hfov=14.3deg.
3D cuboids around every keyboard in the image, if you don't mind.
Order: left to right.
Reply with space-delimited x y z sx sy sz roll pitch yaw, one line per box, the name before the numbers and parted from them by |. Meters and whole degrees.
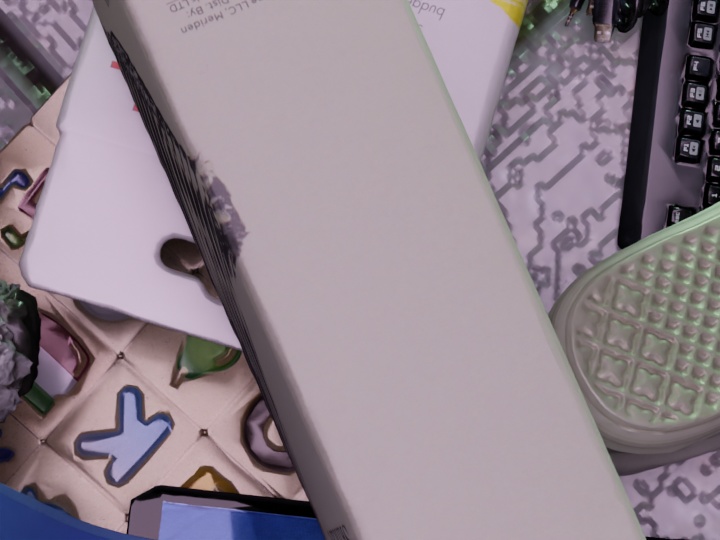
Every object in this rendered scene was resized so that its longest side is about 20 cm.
keyboard | 0.112 -0.095 0.838 0.104 0.040 0.201 7 82 -1

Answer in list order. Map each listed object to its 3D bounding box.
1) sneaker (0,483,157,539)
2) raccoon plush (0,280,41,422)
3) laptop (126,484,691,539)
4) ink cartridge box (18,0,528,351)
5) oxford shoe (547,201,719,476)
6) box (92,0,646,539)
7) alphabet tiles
sneaker | -0.077 0.102 0.707 0.070 0.200 0.078 -9 66 41
raccoon plush | -0.158 0.004 0.700 0.097 0.134 0.200 2 39 32
laptop | 0.030 0.154 0.771 0.103 0.200 0.178 12 82 -44
ink cartridge box | -0.015 -0.071 0.812 0.115 0.068 0.200 17 81 -1
oxford shoe | 0.126 0.006 0.806 0.200 0.058 0.075 -20 77 -29
box | 0.000 0.000 0.729 0.068 0.082 0.200 -22 84 -8
alphabet tiles | -0.058 0.037 0.835 0.166 0.006 0.200 41 84 3
